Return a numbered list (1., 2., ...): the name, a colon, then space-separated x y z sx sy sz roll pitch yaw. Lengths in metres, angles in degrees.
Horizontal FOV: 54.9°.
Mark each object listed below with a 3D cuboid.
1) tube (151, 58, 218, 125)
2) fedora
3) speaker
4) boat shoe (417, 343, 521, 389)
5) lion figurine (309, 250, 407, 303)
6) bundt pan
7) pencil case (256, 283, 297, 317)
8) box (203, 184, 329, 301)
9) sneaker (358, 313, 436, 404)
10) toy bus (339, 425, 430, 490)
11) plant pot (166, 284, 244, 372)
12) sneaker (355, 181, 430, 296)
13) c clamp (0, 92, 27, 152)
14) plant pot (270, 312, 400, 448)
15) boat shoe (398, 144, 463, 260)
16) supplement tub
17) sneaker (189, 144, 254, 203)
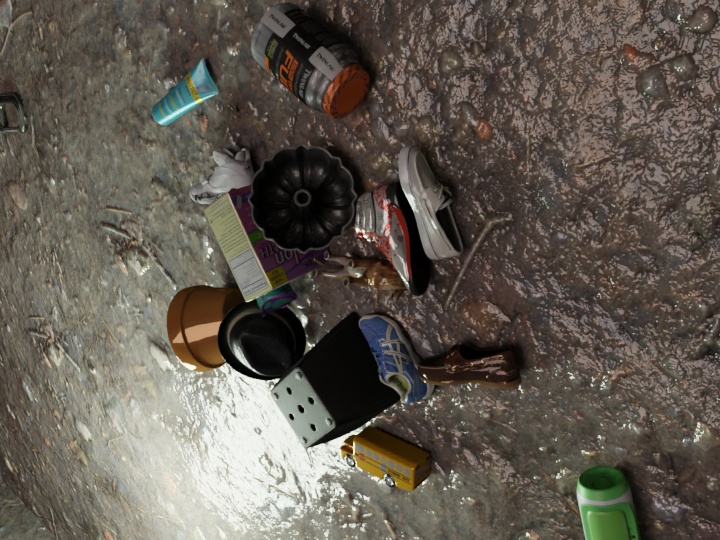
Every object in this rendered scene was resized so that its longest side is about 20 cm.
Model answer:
1. tube: -0.383 -0.381 1.515 0.199 0.050 0.078 -22 101 40
2. fedora: -0.206 0.161 1.483 0.092 0.198 0.204 -134 34 -68
3. speaker: 0.407 0.426 1.125 0.088 0.088 0.203 -3 106 42
4. boat shoe: 0.186 0.160 1.219 0.198 0.070 0.071 -5 112 34
5. lion figurine: 0.000 0.000 1.310 0.199 0.121 0.074 28 110 50
6. bundt pan: -0.104 -0.127 1.292 0.203 0.201 0.076 56 176 7
7. pencil case: -0.214 -0.006 1.474 0.202 0.084 0.093 60 179 19
8. box: -0.180 -0.070 1.371 0.096 0.175 0.202 -23 93 45
9. sneaker: 0.061 0.166 1.328 0.200 0.077 0.076 49 135 16
10. toy bus: 0.048 0.387 1.445 0.198 0.065 0.079 16 118 37
11. plant pot: -0.325 0.123 1.591 0.138 0.200 0.203 -14 99 28
12. sneaker: 0.054 -0.050 1.243 0.107 0.067 0.204 -10 96 39
13. c clamp: -1.062 -0.454 2.111 0.198 0.027 0.174 3 105 43
14. plant pot: -0.062 0.240 1.402 0.201 0.177 0.200 55 135 9
15. boat shoe: 0.121 -0.114 1.156 0.065 0.072 0.203 -7 104 39
16. supplement tub: -0.085 -0.359 1.197 0.200 0.122 0.123 43 131 20
17. sneaker: -0.297 -0.207 1.493 0.198 0.075 0.117 5 111 35
